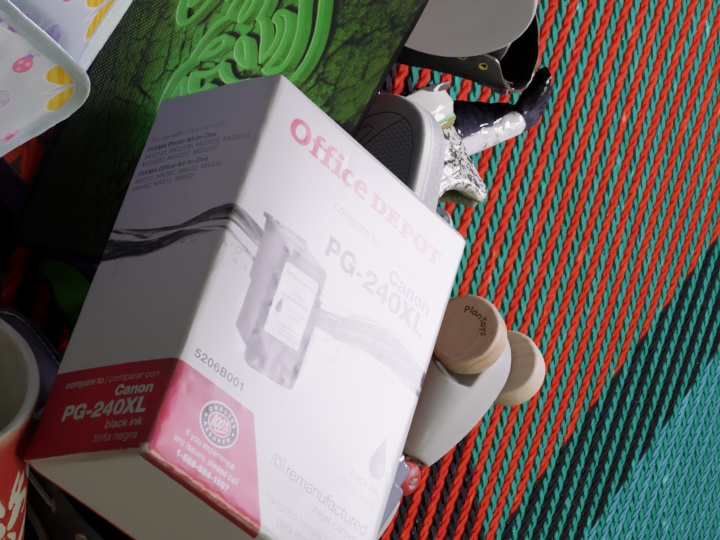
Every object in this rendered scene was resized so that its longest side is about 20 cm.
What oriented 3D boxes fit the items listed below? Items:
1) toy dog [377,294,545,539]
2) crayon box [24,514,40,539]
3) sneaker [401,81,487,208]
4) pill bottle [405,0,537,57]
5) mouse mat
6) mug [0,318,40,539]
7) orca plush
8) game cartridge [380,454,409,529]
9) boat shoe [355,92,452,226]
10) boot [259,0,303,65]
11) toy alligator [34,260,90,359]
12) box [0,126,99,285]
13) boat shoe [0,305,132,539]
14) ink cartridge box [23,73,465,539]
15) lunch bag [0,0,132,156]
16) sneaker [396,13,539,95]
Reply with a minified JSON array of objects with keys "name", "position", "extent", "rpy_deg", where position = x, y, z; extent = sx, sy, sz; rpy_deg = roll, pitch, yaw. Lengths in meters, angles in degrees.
[{"name":"toy dog","position":[0.025,0.086,1.485],"extent":[0.200,0.096,0.132],"rpy_deg":[-37,144,-22]},{"name":"crayon box","position":[-0.084,0.157,1.166],"extent":[0.200,0.173,0.058],"rpy_deg":[9,139,-38]},{"name":"sneaker","position":[-0.006,-0.021,1.247],"extent":[0.200,0.089,0.077],"rpy_deg":[-38,-179,-18]},{"name":"pill bottle","position":[0.055,-0.218,1.211],"extent":[0.110,0.109,0.200],"rpy_deg":[68,24,-51]},{"name":"mouse mat","position":[-0.064,-0.081,1.091],"extent":[0.161,0.008,0.200],"rpy_deg":[12,115,-37]},{"name":"mug","position":[-0.234,0.128,1.033],"extent":[0.134,0.177,0.200],"rpy_deg":[-107,-162,-53]},{"name":"orca plush","position":[0.028,-0.092,1.361],"extent":[0.200,0.105,0.071],"rpy_deg":[-24,91,-24]},{"name":"game cartridge","position":[-0.064,0.104,1.296],"extent":[0.200,0.041,0.133],"rpy_deg":[50,58,-30]},{"name":"boat shoe","position":[0.001,0.001,1.194],"extent":[0.065,0.074,0.202],"rpy_deg":[-10,121,-51]},{"name":"boot","position":[-0.032,-0.144,1.159],"extent":[0.144,0.072,0.200],"rpy_deg":[-40,145,-50]},{"name":"toy alligator","position":[-0.090,0.068,1.157],"extent":[0.054,0.200,0.059],"rpy_deg":[-58,-175,-17]},{"name":"box","position":[-0.124,-0.077,1.141],"extent":[0.137,0.039,0.200],"rpy_deg":[-61,151,-17]},{"name":"boat shoe","position":[-0.132,0.091,1.084],"extent":[0.073,0.200,0.063],"rpy_deg":[-8,151,-43]},{"name":"ink cartridge box","position":[-0.046,0.032,1.036],"extent":[0.145,0.083,0.200],"rpy_deg":[40,54,-35]},{"name":"lunch bag","position":[-0.175,-0.138,0.926],"extent":[0.200,0.127,0.170],"rpy_deg":[-56,148,-10]},{"name":"sneaker","position":[0.030,-0.162,1.281],"extent":[0.200,0.106,0.075],"rpy_deg":[26,85,-62]}]
